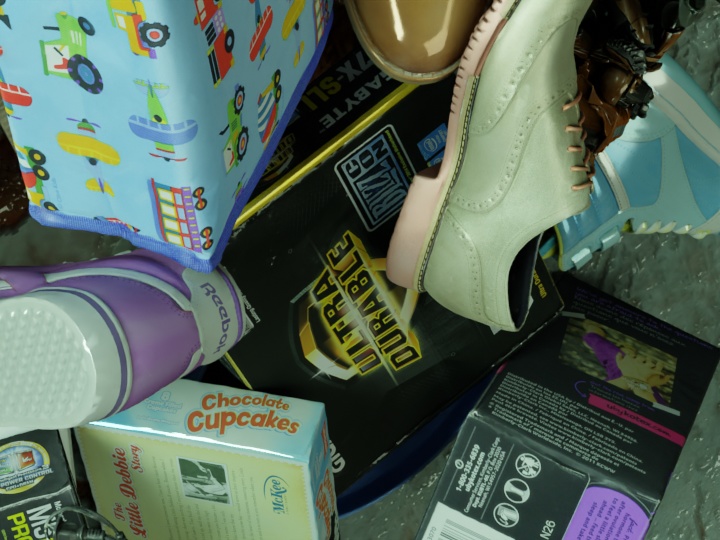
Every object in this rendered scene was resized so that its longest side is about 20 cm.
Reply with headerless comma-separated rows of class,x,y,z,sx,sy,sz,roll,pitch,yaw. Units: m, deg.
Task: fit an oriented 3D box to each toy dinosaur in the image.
toy dinosaur,0.113,-0.125,1.009,0.102,0.200,0.136,3,151,-2

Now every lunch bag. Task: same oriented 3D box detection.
lunch bag,-0.058,-0.126,0.867,0.200,0.094,0.151,-53,148,-38

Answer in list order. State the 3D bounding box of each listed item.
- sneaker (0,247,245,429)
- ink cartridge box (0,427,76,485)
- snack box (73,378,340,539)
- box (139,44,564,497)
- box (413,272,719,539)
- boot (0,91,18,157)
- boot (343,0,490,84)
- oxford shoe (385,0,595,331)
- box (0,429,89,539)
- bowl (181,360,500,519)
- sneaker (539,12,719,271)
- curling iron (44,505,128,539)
sneaker,-0.131,0.024,0.900,0.114,0.200,0.073,-23,111,-43
ink cartridge box,-0.234,0.127,1.013,0.200,0.050,0.162,-8,131,-11
snack box,-0.070,0.125,1.057,0.200,0.116,0.037,86,16,-52
box,0.000,0.000,1.016,0.160,0.049,0.200,-39,138,-9
box,0.110,0.104,1.136,0.122,0.106,0.200,-68,170,25
boot,-0.204,-0.071,0.829,0.200,0.077,0.155,-38,140,-11
boot,0.042,-0.174,0.845,0.074,0.155,0.200,4,94,-12
oxford shoe,0.078,-0.064,0.921,0.071,0.074,0.200,-38,154,-52
box,-0.196,0.176,1.007,0.160,0.044,0.200,-17,133,-8
bowl,-0.012,0.045,1.109,0.200,0.039,0.201,-22,135,-24
sneaker,0.146,-0.037,1.141,0.131,0.080,0.200,-48,129,2
curling iron,-0.188,0.162,0.952,0.200,0.026,0.050,-28,112,9
